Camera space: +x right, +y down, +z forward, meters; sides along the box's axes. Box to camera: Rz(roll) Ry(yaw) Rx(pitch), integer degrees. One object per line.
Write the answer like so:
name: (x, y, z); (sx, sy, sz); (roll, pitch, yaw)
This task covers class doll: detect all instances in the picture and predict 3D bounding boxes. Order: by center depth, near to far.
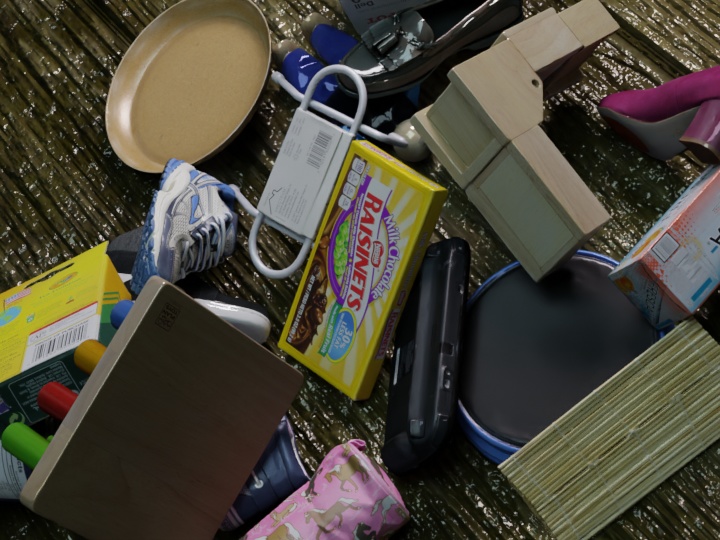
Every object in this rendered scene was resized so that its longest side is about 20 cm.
doll: (0.003, -0.170, 1.729); (0.136, 0.049, 0.200); (-42, 54, -3)

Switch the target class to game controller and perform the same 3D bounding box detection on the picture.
game controller: (0.055, 0.071, 1.547); (0.042, 0.104, 0.202); (15, 60, -13)

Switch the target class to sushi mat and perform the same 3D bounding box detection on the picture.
sushi mat: (0.213, 0.130, 1.454); (0.199, 0.012, 0.096); (-37, 98, -1)

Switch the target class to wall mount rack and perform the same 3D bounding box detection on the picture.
wall mount rack: (-0.055, -0.097, 1.675); (0.173, 0.074, 0.202); (29, 101, 29)

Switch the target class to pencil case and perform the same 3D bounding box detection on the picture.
pencil case: (-0.052, 0.230, 1.503); (0.200, 0.087, 0.083); (-41, 24, -4)

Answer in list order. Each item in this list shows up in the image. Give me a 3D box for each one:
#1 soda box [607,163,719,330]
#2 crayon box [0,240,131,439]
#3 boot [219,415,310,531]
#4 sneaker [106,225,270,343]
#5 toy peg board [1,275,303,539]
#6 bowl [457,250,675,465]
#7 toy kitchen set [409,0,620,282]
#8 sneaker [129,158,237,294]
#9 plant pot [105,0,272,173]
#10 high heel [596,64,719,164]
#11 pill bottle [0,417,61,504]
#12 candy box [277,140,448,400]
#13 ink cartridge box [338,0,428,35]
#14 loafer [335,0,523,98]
soda box: (0.292, -0.044, 1.488); (0.064, 0.068, 0.200); (46, 70, -2)
crayon box: (-0.265, 0.057, 1.589); (0.126, 0.051, 0.200); (-25, 25, 8)
boot: (-0.113, 0.123, 1.603); (0.090, 0.073, 0.201); (-25, 64, 2)
sneaker: (-0.165, 0.007, 1.684); (0.198, 0.073, 0.113); (3, 60, 22)
toy peg board: (-0.178, 0.118, 1.485); (0.097, 0.200, 0.200); (24, 81, 40)
bowl: (0.164, 0.073, 1.527); (0.199, 0.039, 0.202); (-10, 59, 17)
toy kitchen set: (0.154, -0.098, 1.595); (0.199, 0.163, 0.181); (-31, 79, -39)
sneaker: (-0.149, -0.036, 1.638); (0.084, 0.078, 0.201); (17, 31, -5)
plant pot: (-0.164, -0.180, 1.801); (0.198, 0.027, 0.202); (-16, 58, 26)
high heel: (0.277, -0.145, 1.555); (0.096, 0.067, 0.200); (-52, 29, -5)
pill bottle: (-0.291, 0.152, 1.629); (0.198, 0.112, 0.113); (0, 62, 22)
candy box: (0.000, 0.000, 1.585); (0.102, 0.026, 0.202); (31, 110, 32)
ink cartridge box: (0.030, -0.321, 1.713); (0.144, 0.200, 0.088); (-11, 61, 15)
loafer: (0.063, -0.225, 1.688); (0.199, 0.063, 0.072); (-27, 58, -20)
